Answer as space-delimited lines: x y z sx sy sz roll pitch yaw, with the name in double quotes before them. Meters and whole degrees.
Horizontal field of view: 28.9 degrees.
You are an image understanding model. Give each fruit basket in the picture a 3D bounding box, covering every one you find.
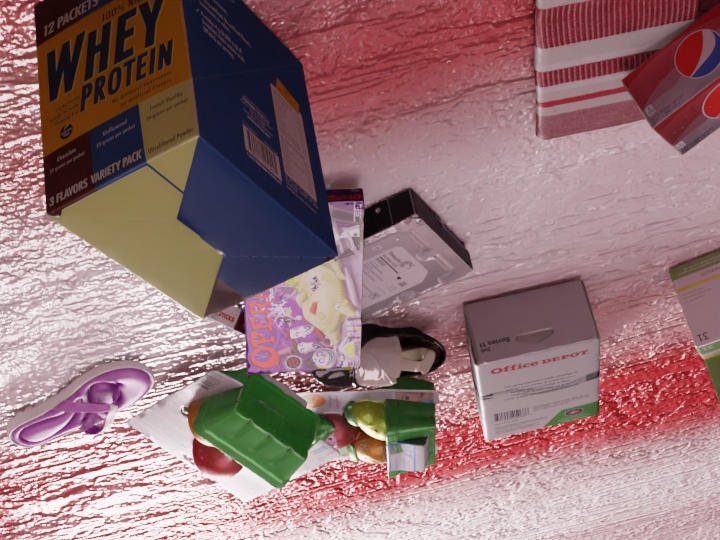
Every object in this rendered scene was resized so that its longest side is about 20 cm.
"fruit basket" -0.004 0.194 1.682 0.198 0.094 0.186 -6 147 -2
"fruit basket" -0.147 0.188 1.606 0.185 0.094 0.200 37 144 -20

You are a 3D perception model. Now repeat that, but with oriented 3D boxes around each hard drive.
"hard drive" 0.000 0.000 1.437 0.199 0.038 0.140 -25 145 18

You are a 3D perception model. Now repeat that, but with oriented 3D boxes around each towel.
"towel" 0.222 -0.195 1.227 0.143 0.023 0.201 -12 147 1

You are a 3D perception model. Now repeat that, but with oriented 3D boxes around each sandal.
"sandal" -0.311 0.163 1.572 0.202 0.050 0.082 -28 144 23

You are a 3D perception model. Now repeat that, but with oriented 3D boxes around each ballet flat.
"ballet flat" 0.028 0.092 1.510 0.068 0.069 0.199 15 -167 34

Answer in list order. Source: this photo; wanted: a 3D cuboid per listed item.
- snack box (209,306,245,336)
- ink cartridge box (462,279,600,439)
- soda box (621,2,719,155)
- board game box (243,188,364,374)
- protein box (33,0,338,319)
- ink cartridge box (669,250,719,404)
"snack box" -0.085 0.074 1.495 0.199 0.072 0.024 28 86 -45
"ink cartridge box" 0.200 0.106 1.619 0.145 0.084 0.201 -12 148 1
"soda box" 0.328 -0.192 1.196 0.200 0.064 0.070 -39 143 19
"board game box" -0.056 0.013 1.371 0.119 0.032 0.201 0 124 -1
"protein box" -0.134 -0.108 1.077 0.134 0.201 0.198 -24 145 19
"ink cartridge box" 0.438 0.067 1.527 0.145 0.201 0.048 -22 148 16
